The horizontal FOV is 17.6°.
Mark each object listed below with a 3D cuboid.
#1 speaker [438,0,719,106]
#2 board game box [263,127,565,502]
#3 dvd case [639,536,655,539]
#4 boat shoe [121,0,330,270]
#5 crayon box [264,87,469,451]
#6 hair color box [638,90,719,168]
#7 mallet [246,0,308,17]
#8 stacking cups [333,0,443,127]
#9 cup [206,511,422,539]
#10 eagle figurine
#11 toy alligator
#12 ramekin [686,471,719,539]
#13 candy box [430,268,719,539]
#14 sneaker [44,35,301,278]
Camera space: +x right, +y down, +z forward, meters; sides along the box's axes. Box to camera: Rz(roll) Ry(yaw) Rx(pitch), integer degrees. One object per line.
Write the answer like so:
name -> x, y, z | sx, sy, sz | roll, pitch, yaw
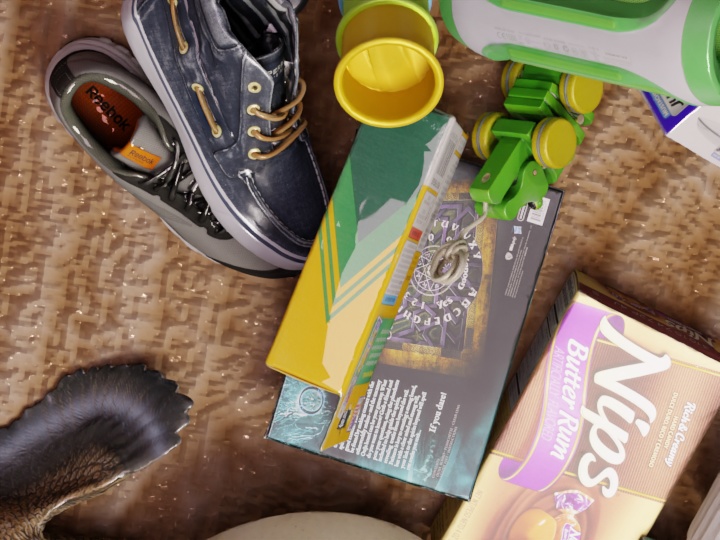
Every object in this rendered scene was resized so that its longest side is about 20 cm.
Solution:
speaker -> 0.140, -0.148, 1.324 | 0.200, 0.088, 0.089 | 18, 116, 42
board game box -> 0.033, 0.027, 1.430 | 0.135, 0.028, 0.201 | 17, 91, 1
dvd case -> 0.191, 0.275, 1.500 | 0.146, 0.022, 0.201 | 19, 105, -29
boat shoe -> -0.059, -0.091, 1.351 | 0.071, 0.091, 0.201 | -42, 107, -35
crayon box -> 0.000, 0.000, 1.350 | 0.051, 0.126, 0.201 | 21, 91, 6
hair color box -> 0.266, -0.143, 1.348 | 0.200, 0.065, 0.109 | -43, 140, 21
mallet -> -0.039, -0.244, 1.364 | 0.041, 0.066, 0.201 | 8, 105, 0
stacking cups -> 0.018, -0.164, 1.318 | 0.060, 0.200, 0.061 | 1, 131, 1
cup -> -0.031, 0.267, 1.423 | 0.199, 0.144, 0.201 | -5, 134, -5
eagle figurine -> -0.198, 0.162, 1.461 | 0.199, 0.151, 0.152 | -19, 151, -24
toy alligator -> 0.101, -0.065, 1.394 | 0.054, 0.059, 0.201 | 43, 67, -41
ramekin -> 0.288, 0.186, 1.419 | 0.202, 0.203, 0.094 | 33, 114, -8
candy box -> 0.139, 0.115, 1.466 | 0.116, 0.056, 0.201 | 27, 105, -6
sneaker -> -0.111, -0.059, 1.409 | 0.200, 0.079, 0.074 | 38, 100, -11
